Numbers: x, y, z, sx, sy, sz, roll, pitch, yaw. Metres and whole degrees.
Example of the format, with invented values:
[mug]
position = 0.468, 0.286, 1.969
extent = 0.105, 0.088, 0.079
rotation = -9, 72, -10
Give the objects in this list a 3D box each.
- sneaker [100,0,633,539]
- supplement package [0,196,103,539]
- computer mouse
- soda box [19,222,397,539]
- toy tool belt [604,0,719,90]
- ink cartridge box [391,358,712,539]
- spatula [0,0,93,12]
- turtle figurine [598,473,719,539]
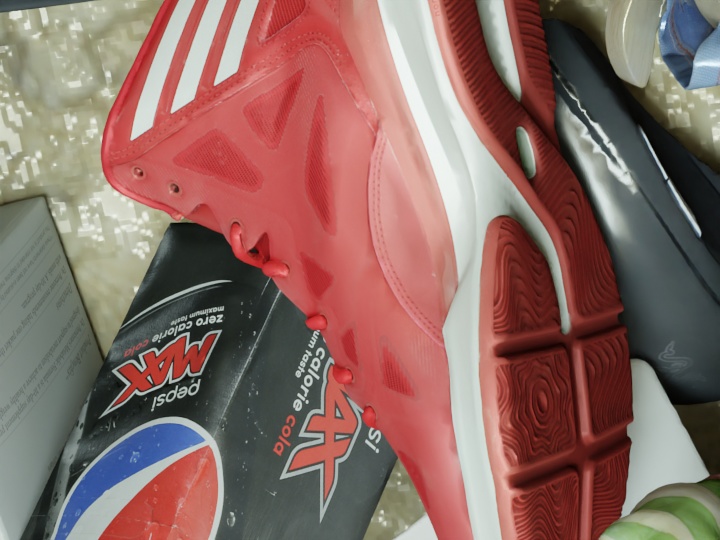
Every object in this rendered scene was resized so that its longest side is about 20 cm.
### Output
[sneaker]
position = 0.000, 0.000, 0.763
extent = 0.115, 0.078, 0.201
rotation = -8, 89, 32
[supplement package]
position = -0.126, 0.098, 0.866
extent = 0.113, 0.110, 0.201
rotation = -14, 107, 17
[computer mouse]
position = 0.025, -0.017, 0.812
extent = 0.140, 0.046, 0.200
rotation = -25, 114, 31
[soda box]
position = -0.052, 0.085, 0.795
extent = 0.063, 0.201, 0.071
rotation = -1, 147, 44
[toy tool belt]
position = 0.115, -0.085, 0.701
extent = 0.199, 0.125, 0.123
rotation = -11, 110, 2
[ink cartridge box]
position = 0.070, 0.134, 0.829
extent = 0.116, 0.068, 0.200
rotation = -35, 107, -20
[spatula]
position = -0.048, -0.086, 0.827
extent = 0.199, 0.021, 0.057
rotation = -2, 122, 14
[turtle figurine]
position = 0.100, 0.123, 0.678
extent = 0.144, 0.200, 0.194
rotation = 19, 120, -39
